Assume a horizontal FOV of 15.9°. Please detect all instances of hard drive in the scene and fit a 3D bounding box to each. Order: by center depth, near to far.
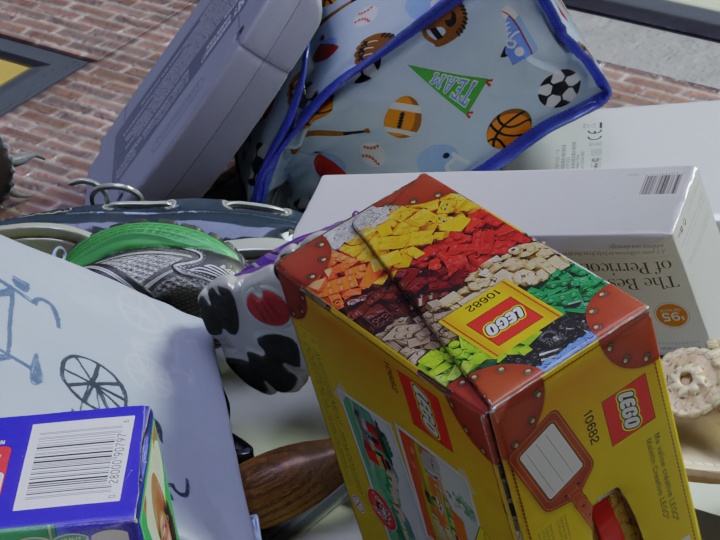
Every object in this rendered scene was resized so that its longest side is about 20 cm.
[{"bbox_3d":[0.166,-0.050,1.380,0.199,0.026,0.132,-3,31,9],"label":"hard drive"}]

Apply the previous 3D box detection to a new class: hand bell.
[{"bbox_3d":[0.013,0.074,1.163,0.199,0.104,0.104,-23,30,5],"label":"hand bell"}]

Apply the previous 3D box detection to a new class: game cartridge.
[{"bbox_3d":[-0.085,-0.096,1.391,0.040,0.200,0.134,31,25,-15],"label":"game cartridge"}]

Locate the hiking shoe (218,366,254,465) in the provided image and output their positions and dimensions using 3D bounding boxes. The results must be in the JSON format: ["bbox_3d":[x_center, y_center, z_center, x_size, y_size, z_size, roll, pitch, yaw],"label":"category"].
[{"bbox_3d":[-0.152,0.081,1.194,0.199,0.076,0.101,-15,28,-12],"label":"hiking shoe"}]

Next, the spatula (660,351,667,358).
[{"bbox_3d":[0.111,0.031,1.263,0.056,0.021,0.200,-39,40,-27],"label":"spatula"}]

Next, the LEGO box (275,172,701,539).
[{"bbox_3d":[0.058,0.084,1.010,0.077,0.201,0.149,-31,36,-20],"label":"LEGO box"}]

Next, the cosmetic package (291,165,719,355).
[{"bbox_3d":[0.073,-0.002,1.239,0.199,0.083,0.051,-1,46,29],"label":"cosmetic package"}]

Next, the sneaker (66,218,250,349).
[{"bbox_3d":[-0.143,0.036,1.275,0.199,0.078,0.085,-14,30,9],"label":"sneaker"}]

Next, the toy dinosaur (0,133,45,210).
[{"bbox_3d":[-0.250,-0.028,1.397,0.102,0.077,0.200,28,51,-2],"label":"toy dinosaur"}]

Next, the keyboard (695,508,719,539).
[{"bbox_3d":[0.088,0.110,1.152,0.199,0.011,0.056,15,43,34],"label":"keyboard"}]

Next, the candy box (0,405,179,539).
[{"bbox_3d":[-0.141,0.157,0.944,0.168,0.201,0.077,-6,32,6],"label":"candy box"}]

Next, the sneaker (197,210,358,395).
[{"bbox_3d":[0.000,0.000,1.148,0.083,0.081,0.200,-43,19,-27],"label":"sneaker"}]

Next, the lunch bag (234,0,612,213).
[{"bbox_3d":[0.013,-0.113,1.416,0.200,0.124,0.170,-34,26,10],"label":"lunch bag"}]

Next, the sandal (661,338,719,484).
[{"bbox_3d":[0.181,0.045,1.093,0.211,0.070,0.078,7,24,-28],"label":"sandal"}]

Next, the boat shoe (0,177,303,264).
[{"bbox_3d":[-0.117,-0.008,1.334,0.199,0.075,0.062,-4,32,5],"label":"boat shoe"}]

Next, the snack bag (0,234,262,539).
[{"bbox_3d":[-0.136,0.047,1.128,0.199,0.021,0.189,23,27,-27],"label":"snack bag"}]
